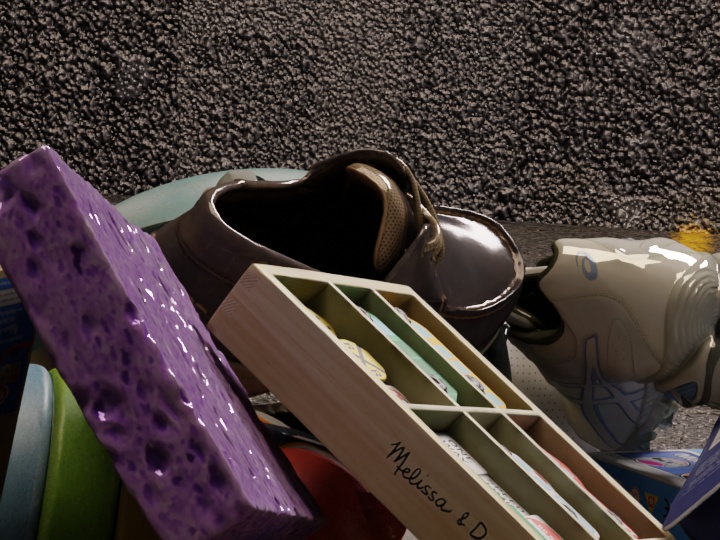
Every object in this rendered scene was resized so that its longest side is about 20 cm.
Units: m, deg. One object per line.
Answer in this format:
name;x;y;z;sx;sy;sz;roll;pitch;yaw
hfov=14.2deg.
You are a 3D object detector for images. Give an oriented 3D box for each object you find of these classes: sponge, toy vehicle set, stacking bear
sponge;-0.057;0.031;0.837;0.030;0.112;0.200;-31;-8;0
toy vehicle set;0.051;0.075;0.920;0.200;0.027;0.124;44;14;20
stacking bear;-0.087;0.087;0.966;0.199;0.122;0.114;11;20;-13

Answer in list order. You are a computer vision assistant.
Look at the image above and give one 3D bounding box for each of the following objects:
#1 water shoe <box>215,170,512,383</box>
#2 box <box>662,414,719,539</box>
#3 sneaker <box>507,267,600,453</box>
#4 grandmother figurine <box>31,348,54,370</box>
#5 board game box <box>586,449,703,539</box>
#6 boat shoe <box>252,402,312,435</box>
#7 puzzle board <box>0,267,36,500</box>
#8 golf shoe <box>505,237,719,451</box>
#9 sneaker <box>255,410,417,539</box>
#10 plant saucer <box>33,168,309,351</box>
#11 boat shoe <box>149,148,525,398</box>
water shoe;0.018;0.035;1.139;0.079;0.200;0.072;-34;-5;-10
box;0.169;0.044;1.011;0.121;0.032;0.200;-41;-3;16
sneaker;0.042;0.037;1.272;0.200;0.100;0.078;29;-14;-38
grandmother figurine;-0.086;0.053;1.262;0.121;0.061;0.200;25;-20;-4
board game box;0.217;0.112;1.122;0.195;0.056;0.200;1;6;-24
boat shoe;-0.013;0.089;1.188;0.200;0.074;0.063;-4;-18;-6
puzzle board;-0.143;0.075;0.801;0.017;0.151;0.200;14;8;13
golf shoe;0.097;0.021;1.176;0.097;0.079;0.200;20;-17;-3
sneaker;-0.051;0.090;1.083;0.199;0.079;0.079;8;1;26
plant saucer;-0.059;-0.005;1.260;0.200;0.039;0.201;-10;-21;-4
boat shoe;0.000;0.000;1.037;0.200;0.073;0.075;-10;56;-50
